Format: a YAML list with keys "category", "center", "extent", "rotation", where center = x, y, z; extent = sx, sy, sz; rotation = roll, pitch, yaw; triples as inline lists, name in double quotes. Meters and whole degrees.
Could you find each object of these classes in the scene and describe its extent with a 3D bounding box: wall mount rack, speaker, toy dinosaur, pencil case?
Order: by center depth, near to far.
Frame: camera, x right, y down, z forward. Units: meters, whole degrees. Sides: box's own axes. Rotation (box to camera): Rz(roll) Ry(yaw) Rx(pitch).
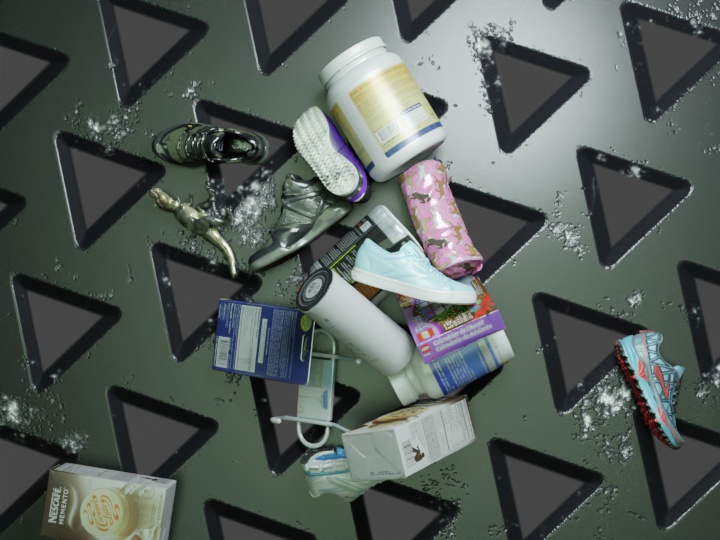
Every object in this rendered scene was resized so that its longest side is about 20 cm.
- category: "speaker"
  center: [-0.005, 0.083, 1.555]
  extent: [0.200, 0.081, 0.081]
  rotation: [40, 91, -30]
- category: "pencil case"
  center: [0.130, -0.081, 1.625]
  extent: [0.086, 0.083, 0.201]
  rotation: [-22, 69, 8]
- category: "wall mount rack"
  center: [-0.064, 0.198, 1.639]
  extent: [0.173, 0.074, 0.202]
  rotation: [3, 89, 29]
- category: "toy dinosaur"
  center: [-0.261, -0.088, 1.689]
  extent: [0.200, 0.047, 0.088]
  rotation: [42, 105, 2]

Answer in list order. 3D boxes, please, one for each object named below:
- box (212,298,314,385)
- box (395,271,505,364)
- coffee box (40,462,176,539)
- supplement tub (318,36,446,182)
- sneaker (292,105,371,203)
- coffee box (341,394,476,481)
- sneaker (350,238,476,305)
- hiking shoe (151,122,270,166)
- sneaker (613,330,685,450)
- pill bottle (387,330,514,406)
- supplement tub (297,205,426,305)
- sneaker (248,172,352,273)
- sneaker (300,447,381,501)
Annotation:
- category: "box"
  center: [-0.154, 0.117, 1.643]
  extent: [0.199, 0.032, 0.122]
  rotation: [6, 89, 33]
- category: "box"
  center: [0.139, 0.063, 1.594]
  extent: [0.136, 0.200, 0.039]
  rotation: [-25, 114, 2]
- category: "coffee box"
  center: [-0.419, 0.397, 1.669]
  extent: [0.198, 0.080, 0.115]
  rotation: [8, 89, 3]
- category: "supplement tub"
  center: [0.033, -0.262, 1.628]
  extent: [0.144, 0.144, 0.201]
  rotation: [-31, 88, 2]
- category: "sneaker"
  center: [-0.041, -0.183, 1.667]
  extent: [0.069, 0.099, 0.201]
  rotation: [-38, 57, 16]
- category: "coffee box"
  center: [0.080, 0.263, 1.579]
  extent: [0.113, 0.199, 0.080]
  rotation: [-14, 90, 39]
- category: "sneaker"
  center: [0.086, -0.001, 1.531]
  extent: [0.199, 0.074, 0.083]
  rotation: [14, 95, 7]
- category: "hiking shoe"
  center: [-0.253, -0.214, 1.661]
  extent: [0.198, 0.101, 0.076]
  rotation: [0, 88, 2]
- category: "sneaker"
  center: [0.496, 0.193, 1.635]
  extent: [0.095, 0.079, 0.201]
  rotation: [-24, 88, 0]
- category: "pill bottle"
  center: [0.140, 0.140, 1.633]
  extent: [0.199, 0.112, 0.113]
  rotation: [-27, 88, 1]
- category: "supplement tub"
  center: [0.000, 0.000, 1.637]
  extent: [0.200, 0.123, 0.123]
  rotation: [-41, 88, 1]
- category: "sneaker"
  center: [-0.122, -0.085, 1.669]
  extent: [0.199, 0.076, 0.114]
  rotation: [-38, 86, -2]
- category: "sneaker"
  center: [0.002, 0.340, 1.667]
  extent: [0.198, 0.075, 0.087]
  rotation: [-4, 108, 2]
